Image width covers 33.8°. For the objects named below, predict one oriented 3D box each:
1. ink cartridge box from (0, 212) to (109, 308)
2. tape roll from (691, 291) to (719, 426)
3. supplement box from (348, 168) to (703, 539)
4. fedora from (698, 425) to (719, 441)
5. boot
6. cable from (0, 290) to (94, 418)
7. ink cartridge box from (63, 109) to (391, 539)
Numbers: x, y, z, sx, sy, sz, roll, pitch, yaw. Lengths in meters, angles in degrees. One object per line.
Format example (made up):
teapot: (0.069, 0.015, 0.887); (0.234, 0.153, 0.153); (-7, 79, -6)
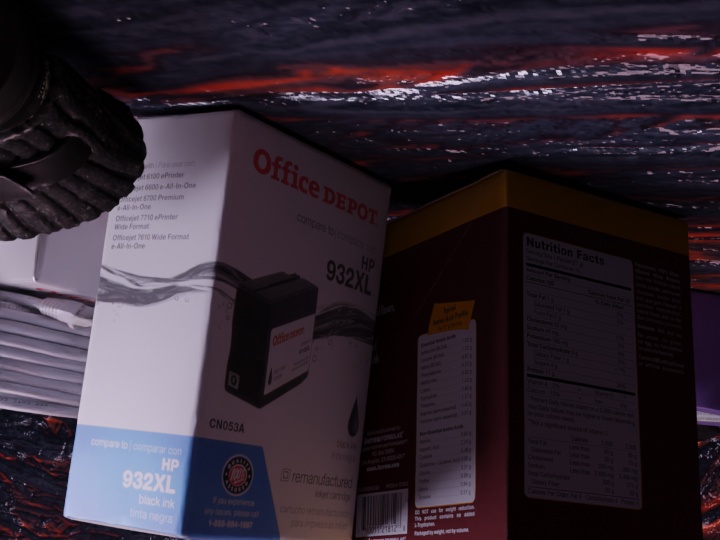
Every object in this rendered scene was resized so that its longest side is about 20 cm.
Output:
ink cartridge box: (-0.201, -0.016, 0.808); (0.144, 0.085, 0.198); (16, 168, -42)
tape roll: (0.235, 0.071, 0.950); (0.197, 0.086, 0.200); (7, 171, 1)
supplement box: (0.072, 0.078, 0.666); (0.131, 0.203, 0.196); (12, 161, -30)
fedora: (0.262, 0.114, 1.170); (0.197, 0.093, 0.201); (8, 172, 1)
boot: (-0.207, -0.067, 0.501); (0.207, 0.081, 0.158); (7, 171, 6)
cable: (-0.236, 0.058, 0.799); (0.197, 0.070, 0.200); (8, 171, 4)
ink cartridge box: (-0.062, 0.035, 0.619); (0.083, 0.203, 0.144); (0, 168, 34)
